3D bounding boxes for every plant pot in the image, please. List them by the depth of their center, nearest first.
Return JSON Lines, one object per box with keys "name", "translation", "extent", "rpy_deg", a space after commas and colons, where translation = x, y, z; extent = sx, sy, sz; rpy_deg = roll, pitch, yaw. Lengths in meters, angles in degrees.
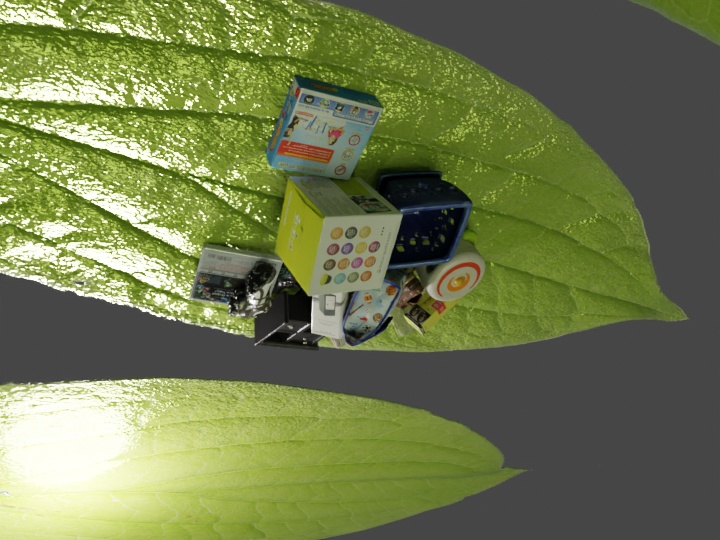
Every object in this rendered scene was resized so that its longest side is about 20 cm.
{"name": "plant pot", "translation": [0.132, -0.138, 1.549], "extent": [0.200, 0.180, 0.200], "rpy_deg": [-6, 135, -20]}

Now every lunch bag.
{"name": "lunch bag", "translation": [0.032, 0.090, 1.614], "extent": [0.124, 0.170, 0.200], "rpy_deg": [29, 104, 4]}

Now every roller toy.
{"name": "roller toy", "translation": [0.252, -0.008, 1.768], "extent": [0.182, 0.140, 0.200], "rpy_deg": [-14, 138, -17]}

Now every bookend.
{"name": "bookend", "translation": [-0.162, 0.143, 1.715], "extent": [0.200, 0.092, 0.199], "rpy_deg": [10, 153, -31]}

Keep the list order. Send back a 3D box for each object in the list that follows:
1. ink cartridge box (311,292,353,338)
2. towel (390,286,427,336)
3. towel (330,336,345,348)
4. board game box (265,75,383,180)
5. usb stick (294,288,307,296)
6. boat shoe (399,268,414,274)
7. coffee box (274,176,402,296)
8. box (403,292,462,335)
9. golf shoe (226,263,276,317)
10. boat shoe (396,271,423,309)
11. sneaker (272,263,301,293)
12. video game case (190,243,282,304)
{"name": "ink cartridge box", "translation": [-0.064, 0.050, 1.606], "extent": [0.084, 0.146, 0.200], "rpy_deg": [12, 125, 10]}
{"name": "towel", "translation": [0.156, 0.123, 1.948], "extent": [0.148, 0.037, 0.200], "rpy_deg": [-28, 138, 3]}
{"name": "towel", "translation": [-0.026, 0.117, 1.778], "extent": [0.200, 0.034, 0.133], "rpy_deg": [-54, 146, -22]}
{"name": "board game box", "translation": [-0.081, -0.304, 1.365], "extent": [0.200, 0.056, 0.196], "rpy_deg": [6, 131, -30]}
{"name": "usb stick", "translation": [-0.117, 0.037, 1.715], "extent": [0.055, 0.033, 0.200], "rpy_deg": [29, 122, -31]}
{"name": "boat shoe", "translation": [0.057, 0.031, 1.757], "extent": [0.200, 0.072, 0.072], "rpy_deg": [-36, -175, -9]}
{"name": "coffee box", "translation": [-0.058, -0.084, 1.424], "extent": [0.198, 0.200, 0.200], "rpy_deg": [-5, 125, -31]}
{"name": "box", "translation": [0.229, 0.098, 1.882], "extent": [0.200, 0.075, 0.050], "rpy_deg": [-41, 139, -10]}
{"name": "golf shoe", "translation": [-0.254, 0.054, 1.580], "extent": [0.094, 0.078, 0.200], "rpy_deg": [22, 135, -32]}
{"name": "boat shoe", "translation": [0.136, 0.074, 1.774], "extent": [0.072, 0.068, 0.200], "rpy_deg": [-38, 165, -17]}
{"name": "sneaker", "translation": [-0.177, 0.011, 1.627], "extent": [0.200, 0.079, 0.075], "rpy_deg": [-37, 137, 27]}
{"name": "video game case", "translation": [-0.318, 0.019, 1.595], "extent": [0.200, 0.023, 0.182], "rpy_deg": [10, 129, -20]}
